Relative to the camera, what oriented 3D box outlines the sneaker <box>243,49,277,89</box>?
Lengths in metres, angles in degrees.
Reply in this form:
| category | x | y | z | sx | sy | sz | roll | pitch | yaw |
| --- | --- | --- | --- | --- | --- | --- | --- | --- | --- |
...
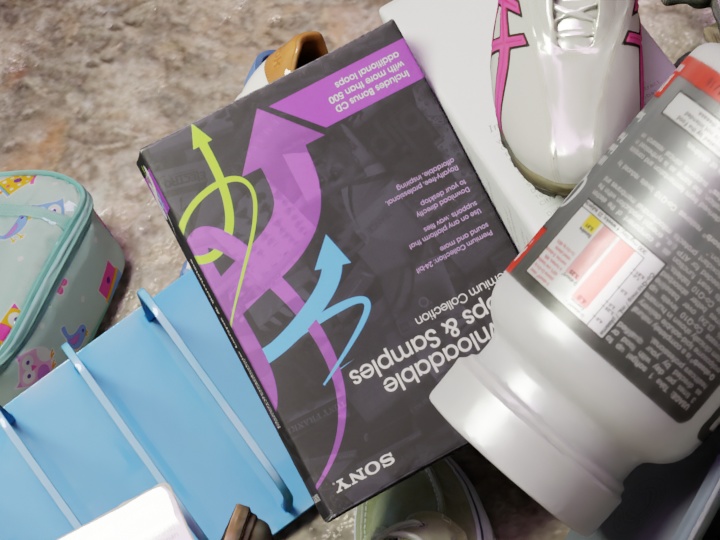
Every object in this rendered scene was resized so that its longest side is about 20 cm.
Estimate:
| category | x | y | z | sx | sy | sz | roll | pitch | yaw |
| --- | --- | --- | --- | --- | --- | --- | --- | --- | --- |
| sneaker | -0.025 | -0.026 | 1.407 | 0.078 | 0.070 | 0.201 | -55 | 44 | 37 |

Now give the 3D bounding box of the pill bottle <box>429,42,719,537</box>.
| category | x | y | z | sx | sy | sz | roll | pitch | yaw |
| --- | --- | --- | --- | --- | --- | --- | --- | --- | --- |
| pill bottle | 0.129 | 0.010 | 1.147 | 0.200 | 0.116 | 0.116 | -49 | 46 | 3 |

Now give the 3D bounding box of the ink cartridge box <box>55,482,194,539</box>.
| category | x | y | z | sx | sy | sz | roll | pitch | yaw |
| --- | --- | --- | --- | --- | --- | --- | --- | --- | --- |
| ink cartridge box | -0.114 | 0.227 | 1.245 | 0.161 | 0.050 | 0.201 | -28 | 74 | 2 |

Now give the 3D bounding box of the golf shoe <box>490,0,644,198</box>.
| category | x | y | z | sx | sy | sz | roll | pitch | yaw |
| --- | --- | --- | --- | --- | --- | --- | --- | --- | --- |
| golf shoe | 0.094 | -0.127 | 1.228 | 0.072 | 0.092 | 0.201 | -3 | 54 | 7 |

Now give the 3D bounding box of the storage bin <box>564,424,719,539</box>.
| category | x | y | z | sx | sy | sz | roll | pitch | yaw |
| --- | --- | --- | --- | --- | --- | --- | --- | --- | --- |
| storage bin | 0.169 | 0.138 | 1.195 | 0.134 | 0.145 | 0.201 | -10 | 42 | 57 |

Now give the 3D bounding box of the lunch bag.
| category | x | y | z | sx | sy | sz | roll | pitch | yaw |
| --- | --- | --- | --- | --- | --- | --- | --- | --- | --- |
| lunch bag | -0.246 | 0.011 | 1.543 | 0.199 | 0.077 | 0.161 | 4 | 54 | 30 |

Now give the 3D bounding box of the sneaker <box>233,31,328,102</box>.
| category | x | y | z | sx | sy | sz | roll | pitch | yaw |
| --- | --- | --- | --- | --- | --- | --- | --- | --- | --- |
| sneaker | 0.018 | -0.037 | 1.318 | 0.200 | 0.085 | 0.073 | 44 | 37 | 10 |

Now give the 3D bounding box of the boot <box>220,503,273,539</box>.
| category | x | y | z | sx | sy | sz | roll | pitch | yaw |
| --- | --- | --- | --- | --- | --- | --- | --- | --- | --- |
| boot | -0.037 | 0.210 | 1.183 | 0.096 | 0.075 | 0.202 | 10 | 91 | 0 |

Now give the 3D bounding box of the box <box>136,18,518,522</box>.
| category | x | y | z | sx | sy | sz | roll | pitch | yaw |
| --- | --- | --- | --- | --- | --- | --- | --- | --- | --- |
| box | 0.000 | 0.000 | 1.268 | 0.142 | 0.036 | 0.201 | -28 | 87 | -9 |

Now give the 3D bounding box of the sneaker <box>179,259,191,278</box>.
| category | x | y | z | sx | sy | sz | roll | pitch | yaw |
| --- | --- | --- | --- | --- | --- | --- | --- | --- | --- |
| sneaker | -0.085 | 0.037 | 1.439 | 0.075 | 0.077 | 0.201 | 10 | 58 | 32 |

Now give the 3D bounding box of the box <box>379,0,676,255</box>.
| category | x | y | z | sx | sy | sz | roll | pitch | yaw |
| --- | --- | --- | --- | --- | --- | --- | --- | --- | --- |
| box | 0.110 | -0.046 | 1.319 | 0.106 | 0.153 | 0.201 | -27 | 53 | -6 |

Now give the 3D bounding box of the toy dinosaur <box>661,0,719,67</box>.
| category | x | y | z | sx | sy | sz | roll | pitch | yaw |
| --- | --- | --- | --- | --- | --- | --- | --- | --- | --- |
| toy dinosaur | 0.194 | -0.128 | 1.451 | 0.087 | 0.048 | 0.201 | 14 | 56 | 2 |

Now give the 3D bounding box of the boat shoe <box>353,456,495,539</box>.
| category | x | y | z | sx | sy | sz | roll | pitch | yaw |
| --- | --- | --- | --- | --- | --- | --- | --- | --- | --- |
| boat shoe | 0.030 | 0.154 | 1.287 | 0.072 | 0.062 | 0.201 | -19 | 45 | 11 |

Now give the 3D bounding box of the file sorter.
| category | x | y | z | sx | sy | sz | roll | pitch | yaw |
| --- | --- | --- | --- | --- | --- | --- | --- | --- | --- |
| file sorter | -0.109 | 0.094 | 1.330 | 0.199 | 0.123 | 0.139 | -36 | 84 | -7 |
